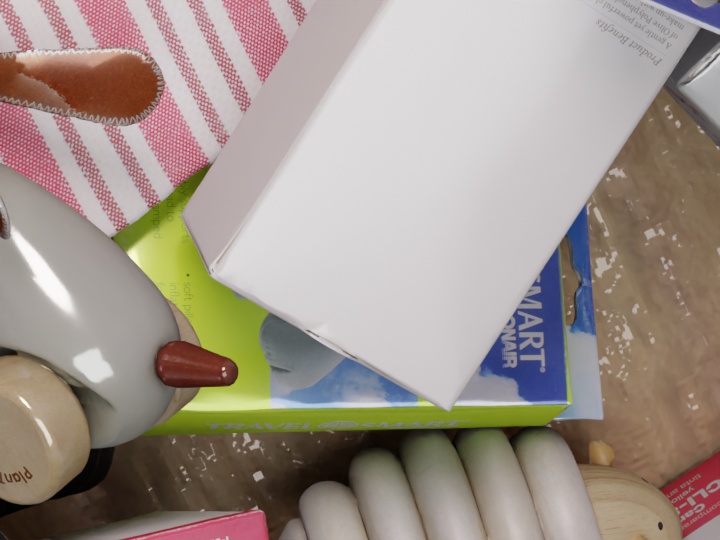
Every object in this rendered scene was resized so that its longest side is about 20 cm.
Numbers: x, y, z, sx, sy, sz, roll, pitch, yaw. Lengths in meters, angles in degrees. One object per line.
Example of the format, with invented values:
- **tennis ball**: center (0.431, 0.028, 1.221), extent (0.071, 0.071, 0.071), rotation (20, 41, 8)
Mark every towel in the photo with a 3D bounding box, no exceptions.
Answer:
- **towel**: center (-0.081, -0.107, 1.082), extent (0.200, 0.030, 0.147), rotation (-38, 116, -26)

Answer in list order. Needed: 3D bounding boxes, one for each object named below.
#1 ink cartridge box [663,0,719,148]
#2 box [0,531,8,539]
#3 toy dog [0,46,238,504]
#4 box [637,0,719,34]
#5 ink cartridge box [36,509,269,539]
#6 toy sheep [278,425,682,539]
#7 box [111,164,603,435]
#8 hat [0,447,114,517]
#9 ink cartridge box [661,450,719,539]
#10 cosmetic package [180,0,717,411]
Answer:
- **ink cartridge box**: center (0.212, -0.076, 1.136), extent (0.145, 0.145, 0.200), rotation (-44, 111, 5)
- **box**: center (-0.187, 0.202, 1.122), extent (0.200, 0.060, 0.117), rotation (-36, 112, -10)
- **toy dog**: center (-0.103, -0.016, 0.992), extent (0.096, 0.132, 0.200), rotation (-11, 129, 36)
- **box**: center (0.119, -0.169, 1.003), extent (0.121, 0.032, 0.201), rotation (20, 66, -23)
- **ink cartridge box**: center (-0.096, 0.197, 1.052), extent (0.144, 0.084, 0.201), rotation (-10, 91, -33)
- **toy sheep**: center (0.033, 0.126, 1.179), extent (0.199, 0.138, 0.139), rotation (-18, 112, -7)
- **box**: center (0.000, 0.000, 1.143), extent (0.199, 0.048, 0.123), rotation (-1, 78, -12)
- **hat**: center (-0.194, 0.047, 1.114), extent (0.199, 0.201, 0.081), rotation (-7, 70, -10)
- **ink cartridge box**: center (0.197, 0.170, 1.189), extent (0.083, 0.200, 0.146), rotation (-31, 112, -1)
- **cosmetic package**: center (0.035, -0.066, 1.049), extent (0.107, 0.085, 0.200), rotation (32, 98, -19)
